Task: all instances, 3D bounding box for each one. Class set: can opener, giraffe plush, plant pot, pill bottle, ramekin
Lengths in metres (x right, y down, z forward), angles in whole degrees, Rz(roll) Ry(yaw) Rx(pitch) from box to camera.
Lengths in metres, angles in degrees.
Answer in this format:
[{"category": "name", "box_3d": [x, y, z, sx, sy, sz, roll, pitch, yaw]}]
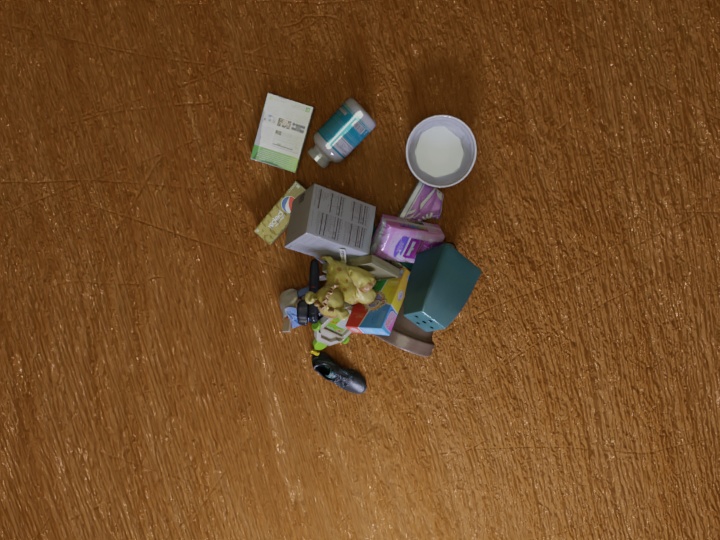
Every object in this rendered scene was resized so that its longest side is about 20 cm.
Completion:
[{"category": "can opener", "box_3d": [-0.138, 0.061, 1.672, 0.078, 0.063, 0.201, 8, 69, -9]}, {"category": "giraffe plush", "box_3d": [-0.061, 0.065, 1.598, 0.172, 0.163, 0.200, 6, 141, 30]}, {"category": "plant pot", "box_3d": [0.209, 0.057, 1.586, 0.141, 0.141, 0.201, 36, 63, -19]}, {"category": "pill bottle", "box_3d": [-0.059, -0.389, 1.663, 0.200, 0.111, 0.111, -43, 95, 10]}, {"category": "ramekin", "box_3d": [0.227, -0.341, 1.656, 0.199, 0.105, 0.201, 1, 101, 3]}, {"category": "plant pot", "box_3d": [0.148, 0.137, 1.715, 0.199, 0.200, 0.175, 22, 92, -1]}]

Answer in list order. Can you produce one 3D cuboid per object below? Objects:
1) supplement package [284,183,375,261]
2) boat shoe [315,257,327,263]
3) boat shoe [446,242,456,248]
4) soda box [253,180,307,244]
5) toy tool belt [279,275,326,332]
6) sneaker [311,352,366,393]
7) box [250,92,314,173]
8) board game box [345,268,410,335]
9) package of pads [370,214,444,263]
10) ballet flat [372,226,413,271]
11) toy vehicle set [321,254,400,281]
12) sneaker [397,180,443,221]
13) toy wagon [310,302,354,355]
[{"category": "supplement package", "box_3d": [-0.086, -0.124, 1.635, 0.199, 0.152, 0.152, 18, 70, -26]}, {"category": "boat shoe", "box_3d": [-0.135, -0.075, 1.736, 0.200, 0.093, 0.075, 40, 101, -4]}, {"category": "boat shoe", "box_3d": [0.247, 0.004, 1.743, 0.074, 0.062, 0.201, 19, 117, 13]}, {"category": "soda box", "box_3d": [-0.229, -0.174, 1.738, 0.068, 0.064, 0.200, 40, 101, -5]}, {"category": "toy tool belt", "box_3d": [-0.151, 0.112, 1.751, 0.199, 0.123, 0.125, -23, 133, 9]}, {"category": "sneaker", "box_3d": [-0.071, 0.336, 1.817, 0.199, 0.079, 0.076, 30, 101, -4]}, {"category": "box", "box_3d": [-0.231, -0.406, 1.710, 0.144, 0.036, 0.201, 18, 100, 0]}, {"category": "board game box", "box_3d": [0.054, 0.089, 1.686, 0.040, 0.153, 0.201, 41, 61, -35]}, {"category": "package of pads", "box_3d": [0.131, -0.085, 1.672, 0.199, 0.076, 0.121, 8, 127, -27]}, {"category": "ballet flat", "box_3d": [0.088, -0.045, 1.744, 0.200, 0.076, 0.064, 43, 134, 0]}, {"category": "toy vehicle set", "box_3d": [0.000, 0.000, 1.681, 0.199, 0.124, 0.027, -9, 64, 42]}, {"category": "sneaker", "box_3d": [0.174, -0.158, 1.713, 0.114, 0.073, 0.201, 31, 101, -5]}, {"category": "toy wagon", "box_3d": [-0.084, 0.178, 1.765, 0.200, 0.040, 0.155, -45, 139, 12]}]
